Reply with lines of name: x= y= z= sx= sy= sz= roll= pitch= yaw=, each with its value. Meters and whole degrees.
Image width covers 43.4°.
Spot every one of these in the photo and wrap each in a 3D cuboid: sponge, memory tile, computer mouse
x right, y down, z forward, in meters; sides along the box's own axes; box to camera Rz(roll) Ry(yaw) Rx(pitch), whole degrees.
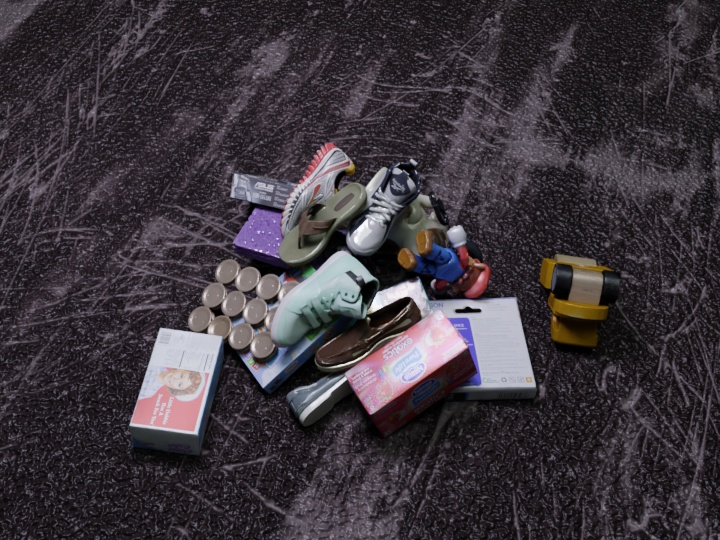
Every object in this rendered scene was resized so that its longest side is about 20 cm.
sponge: x=-0.128 y=-0.053 z=1.702 sx=0.197 sy=0.030 sz=0.112 roll=17 pitch=51 yaw=13
memory tile: x=-0.203 y=0.068 z=1.600 sx=0.197 sy=0.017 sz=0.155 roll=18 pitch=71 yaw=29
computer mouse: x=0.187 y=-0.077 z=1.734 sx=0.034 sy=0.201 sz=0.059 roll=-24 pitch=36 yaw=20

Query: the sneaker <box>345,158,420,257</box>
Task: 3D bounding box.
sneaker: x=0.048 y=-0.124 z=1.626 sx=0.079 sy=0.130 sz=0.199 roll=39 pitch=60 yaw=6

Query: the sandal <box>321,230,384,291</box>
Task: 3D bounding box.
sandal: x=0.000 y=0.000 z=1.658 sx=0.201 sy=0.045 sz=0.075 roll=51 pitch=50 yaw=-13

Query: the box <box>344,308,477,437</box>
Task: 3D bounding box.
box: x=0.086 y=0.171 z=1.508 sx=0.198 sy=0.100 sz=0.096 roll=-33 pitch=54 yaw=-4

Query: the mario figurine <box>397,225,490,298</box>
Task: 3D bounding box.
mario figurine: x=0.159 y=-0.017 z=1.669 sx=0.198 sy=0.122 sz=0.108 roll=24 pitch=71 yaw=-37

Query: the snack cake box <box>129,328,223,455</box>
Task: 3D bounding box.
snack cake box: x=-0.303 y=0.200 z=1.512 sx=0.113 sy=0.068 sz=0.202 roll=8 pitch=48 yaw=0

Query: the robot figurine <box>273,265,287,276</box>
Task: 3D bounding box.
robot figurine: x=-0.093 y=0.007 z=1.711 sx=0.142 sy=0.059 sz=0.202 roll=-7 pitch=50 yaw=-12

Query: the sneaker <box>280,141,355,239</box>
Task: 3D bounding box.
sneaker: x=-0.082 y=-0.134 z=1.666 sx=0.081 sy=0.078 sz=0.202 roll=32 pitch=89 yaw=6

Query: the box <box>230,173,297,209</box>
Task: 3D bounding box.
box: x=-0.143 y=-0.148 z=1.794 sx=0.196 sy=0.051 sz=0.158 roll=14 pitch=7 yaw=8

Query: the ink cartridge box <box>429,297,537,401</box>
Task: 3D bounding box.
ink cartridge box: x=0.203 y=0.140 z=1.625 sx=0.194 sy=0.044 sz=0.202 roll=-1 pitch=50 yaw=-4

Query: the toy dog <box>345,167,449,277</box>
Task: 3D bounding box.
toy dog: x=0.084 y=-0.076 z=1.750 sx=0.198 sy=0.141 sz=0.194 roll=31 pitch=53 yaw=19

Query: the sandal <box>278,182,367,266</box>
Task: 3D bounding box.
sandal: x=-0.074 y=-0.091 z=1.609 sx=0.201 sy=0.058 sz=0.080 roll=-46 pitch=52 yaw=-8

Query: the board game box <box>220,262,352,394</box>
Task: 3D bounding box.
board game box: x=-0.130 y=0.094 z=1.590 sx=0.200 sy=0.037 sz=0.151 roll=-42 pitch=58 yaw=-2

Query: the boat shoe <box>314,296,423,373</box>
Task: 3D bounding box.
boat shoe: x=0.009 y=0.100 z=1.531 sx=0.200 sy=0.076 sz=0.075 roll=-25 pitch=32 yaw=-12

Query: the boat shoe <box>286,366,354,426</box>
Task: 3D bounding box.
boat shoe: x=-0.041 y=0.183 z=1.548 sx=0.199 sy=0.073 sz=0.062 roll=-37 pitch=63 yaw=-26

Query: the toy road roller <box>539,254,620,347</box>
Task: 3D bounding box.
toy road roller: x=0.401 y=0.057 z=1.688 sx=0.121 sy=0.149 sz=0.200 roll=8 pitch=10 yaw=3

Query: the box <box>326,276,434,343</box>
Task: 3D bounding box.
box: x=0.029 y=0.089 z=1.613 sx=0.197 sy=0.049 sz=0.083 roll=-21 pitch=63 yaw=-4

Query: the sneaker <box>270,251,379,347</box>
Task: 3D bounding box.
sneaker: x=-0.057 y=0.064 z=1.502 sx=0.201 sy=0.074 sz=0.118 roll=-47 pitch=45 yaw=-10
